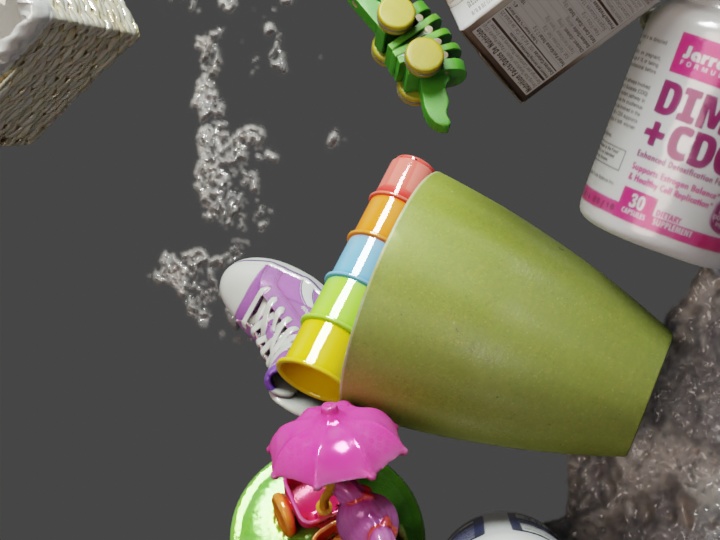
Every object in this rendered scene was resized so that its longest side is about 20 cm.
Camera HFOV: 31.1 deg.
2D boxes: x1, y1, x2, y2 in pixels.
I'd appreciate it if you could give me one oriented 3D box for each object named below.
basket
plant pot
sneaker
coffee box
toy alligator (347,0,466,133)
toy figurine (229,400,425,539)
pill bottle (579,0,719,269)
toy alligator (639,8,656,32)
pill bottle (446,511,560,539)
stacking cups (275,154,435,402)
[{"bbox_3d":[-0.336,-0.238,1.168,0.198,0.161,0.201,-37,74,26],"label":"basket"},{"bbox_3d":[0.114,0.051,0.928,0.199,0.187,0.188,21,103,12],"label":"plant pot"},{"bbox_3d":[-0.059,0.055,1.048,0.200,0.114,0.073,36,110,25],"label":"sneaker"},{"bbox_3d":[0.149,-0.221,0.842,0.199,0.080,0.115,-35,40,18],"label":"coffee box"},{"bbox_3d":[0.032,-0.198,1.022,0.054,0.059,0.201,-27,73,-15],"label":"toy alligator"},{"bbox_3d":[-0.010,0.176,0.900,0.149,0.184,0.201,-21,62,-15],"label":"toy figurine"},{"bbox_3d":[0.232,-0.113,0.871,0.113,0.113,0.201,25,104,27],"label":"pill bottle"},{"bbox_3d":[0.142,-0.219,0.944,0.200,0.054,0.060,36,110,24],"label":"toy alligator"},{"bbox_3d":[0.103,0.233,0.899,0.110,0.200,0.112,0,85,5],"label":"pill bottle"},{"bbox_3d":[0.000,0.000,0.991,0.060,0.061,0.201,8,60,29],"label":"stacking cups"}]
